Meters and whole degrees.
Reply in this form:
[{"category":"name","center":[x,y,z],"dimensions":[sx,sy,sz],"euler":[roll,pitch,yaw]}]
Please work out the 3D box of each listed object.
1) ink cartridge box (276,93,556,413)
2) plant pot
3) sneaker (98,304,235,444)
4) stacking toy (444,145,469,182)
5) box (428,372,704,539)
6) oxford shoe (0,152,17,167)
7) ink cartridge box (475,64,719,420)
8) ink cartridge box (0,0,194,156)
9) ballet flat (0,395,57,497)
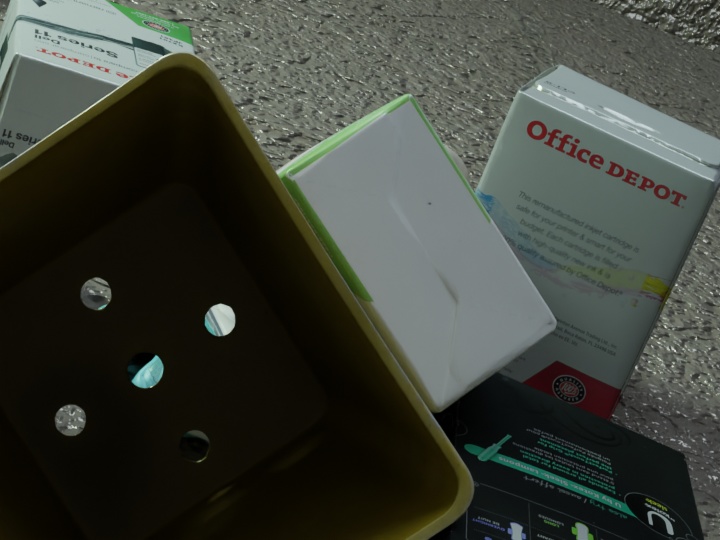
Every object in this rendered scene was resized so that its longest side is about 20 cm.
[{"category":"ink cartridge box","center":[0.000,0.000,0.791],"dimensions":[0.118,0.067,0.200],"euler":[57,-15,-5]},{"category":"plant pot","center":[-0.095,0.052,0.722],"dimensions":[0.201,0.199,0.176],"euler":[57,-2,-4]},{"category":"sneaker","center":[-0.114,0.027,0.993],"dimensions":[0.079,0.078,0.200],"euler":[5,25,-20]},{"category":"stacking toy","center":[-0.028,0.000,1.089],"dimensions":[0.198,0.148,0.146],"euler":[-3,16,11]},{"category":"box","center":[0.064,0.156,0.743],"dimensions":[0.123,0.150,0.200],"euler":[23,20,-4]},{"category":"oxford shoe","center":[-0.203,-0.006,0.981],"dimensions":[0.084,0.073,0.200],"euler":[36,25,-1]},{"category":"ink cartridge box","center":[0.147,-0.016,1.194],"dimensions":[0.144,0.202,0.145],"euler":[26,20,9]},{"category":"ink cartridge box","center":[-0.197,-0.134,1.290],"dimensions":[0.145,0.084,0.200],"euler":[16,22,-17]},{"category":"ballet flat","center":[-0.221,0.059,0.803],"dimensions":[0.198,0.064,0.076],"euler":[19,23,-13]}]
